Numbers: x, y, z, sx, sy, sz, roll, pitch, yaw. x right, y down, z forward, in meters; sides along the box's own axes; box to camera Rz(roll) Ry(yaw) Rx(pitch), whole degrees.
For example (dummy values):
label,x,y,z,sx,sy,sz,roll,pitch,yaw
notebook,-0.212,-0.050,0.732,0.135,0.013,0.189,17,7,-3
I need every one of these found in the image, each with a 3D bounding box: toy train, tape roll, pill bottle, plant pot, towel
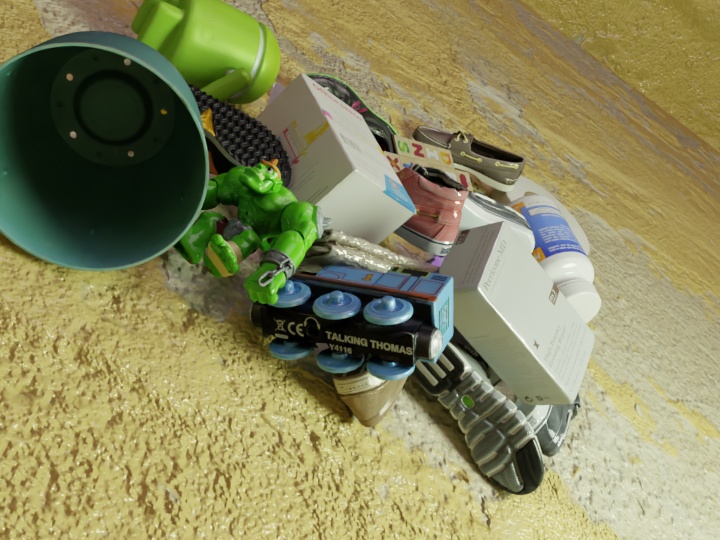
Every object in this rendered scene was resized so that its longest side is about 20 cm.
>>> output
label,x,y,z,sx,sy,sz,roll,pitch,yaw
toy train,-0.007,0.044,0.854,0.199,0.087,0.114,8,27,23
tape roll,0.318,-0.089,1.541,0.202,0.037,0.203,29,32,-21
pill bottle,0.283,-0.011,1.319,0.112,0.112,0.200,18,36,-34
plant pot,-0.235,-0.124,0.795,0.200,0.201,0.161,29,20,-20
towel,0.000,0.000,0.963,0.199,0.132,0.035,18,75,-37

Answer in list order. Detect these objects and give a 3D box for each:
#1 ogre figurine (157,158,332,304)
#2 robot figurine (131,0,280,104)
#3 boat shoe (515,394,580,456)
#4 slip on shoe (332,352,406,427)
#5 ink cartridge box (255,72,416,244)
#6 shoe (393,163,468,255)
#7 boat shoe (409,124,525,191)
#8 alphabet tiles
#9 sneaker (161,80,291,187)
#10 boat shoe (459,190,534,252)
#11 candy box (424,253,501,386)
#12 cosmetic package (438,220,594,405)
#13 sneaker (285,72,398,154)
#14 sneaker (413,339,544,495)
label,x,y,z,sx,sy,sz,roll,pitch,yaw
ogre figurine,-0.119,-0.048,0.867,0.120,0.200,0.098,-37,121,-29
robot figurine,-0.191,-0.288,1.132,0.199,0.116,0.176,17,32,-36
boat shoe,0.241,0.158,1.085,0.068,0.072,0.200,42,29,-1
slip on shoe,0.027,0.093,0.935,0.200,0.076,0.061,-59,129,-65
ink cartridge box,-0.050,-0.123,1.047,0.128,0.125,0.200,28,28,-49
shoe,0.048,-0.101,1.124,0.200,0.091,0.071,29,26,30
boat shoe,0.181,-0.203,1.479,0.199,0.060,0.072,26,35,-1
alphabet tiles,0.112,-0.117,1.311,0.199,0.006,0.167,7,64,-45
sneaker,-0.172,-0.139,0.978,0.200,0.090,0.070,32,48,-6
boat shoe,0.157,-0.082,1.249,0.199,0.072,0.068,20,38,-11
candy box,0.157,0.048,1.135,0.168,0.072,0.200,46,30,10
cosmetic package,0.172,0.051,0.971,0.200,0.074,0.102,47,52,-28
sneaker,-0.021,-0.219,1.279,0.200,0.077,0.084,30,27,-17
sneaker,0.144,0.150,0.987,0.200,0.075,0.115,54,18,7
